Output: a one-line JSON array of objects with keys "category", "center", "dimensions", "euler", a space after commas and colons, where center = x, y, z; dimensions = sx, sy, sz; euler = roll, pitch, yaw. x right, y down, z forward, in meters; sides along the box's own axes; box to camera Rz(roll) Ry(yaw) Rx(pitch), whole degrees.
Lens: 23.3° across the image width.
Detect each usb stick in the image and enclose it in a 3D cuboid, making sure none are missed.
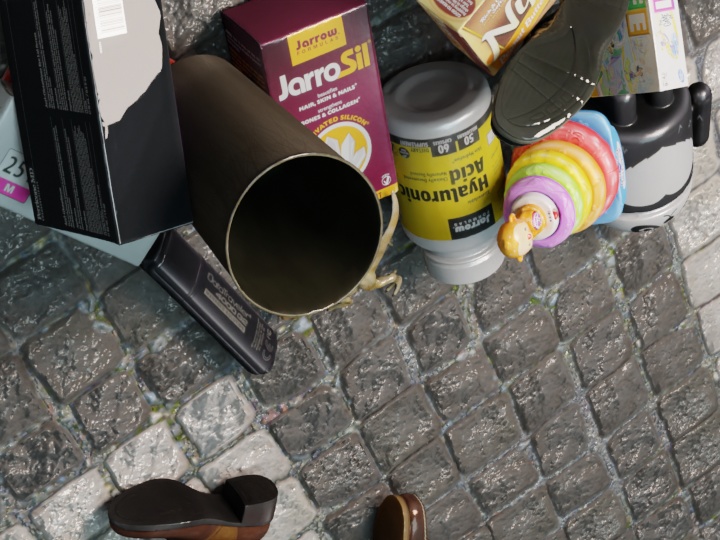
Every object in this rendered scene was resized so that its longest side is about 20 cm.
[{"category": "usb stick", "center": [-0.141, 0.029, 1.644], "dimensions": [0.032, 0.056, 0.200], "euler": [-11, 140, 30]}]

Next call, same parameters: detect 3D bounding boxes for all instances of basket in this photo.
[{"category": "basket", "center": [-0.095, -0.081, 1.446], "dimensions": [0.136, 0.200, 0.180], "euler": [-43, 140, -2]}]

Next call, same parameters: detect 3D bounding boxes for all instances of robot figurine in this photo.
[{"category": "robot figurine", "center": [0.273, -0.129, 1.746], "dimensions": [0.148, 0.126, 0.201], "euler": [3, 139, 15]}]

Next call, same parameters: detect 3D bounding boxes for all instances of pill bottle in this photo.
[{"category": "pill bottle", "center": [0.085, -0.089, 1.670], "dimensions": [0.111, 0.111, 0.201], "euler": [-27, 130, -15]}]

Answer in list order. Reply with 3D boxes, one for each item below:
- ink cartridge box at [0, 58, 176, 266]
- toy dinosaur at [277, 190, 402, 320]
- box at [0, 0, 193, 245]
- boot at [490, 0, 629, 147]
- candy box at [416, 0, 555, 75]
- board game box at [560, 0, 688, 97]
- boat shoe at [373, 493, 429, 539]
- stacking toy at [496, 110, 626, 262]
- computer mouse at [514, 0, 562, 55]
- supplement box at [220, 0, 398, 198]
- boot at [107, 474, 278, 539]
[{"category": "ink cartridge box", "center": [-0.227, -0.115, 1.501], "dimensions": [0.199, 0.044, 0.174], "euler": [25, 104, -40]}, {"category": "toy dinosaur", "center": [0.000, 0.000, 1.671], "dimensions": [0.200, 0.059, 0.101], "euler": [-41, 165, 31]}, {"category": "box", "center": [-0.213, -0.134, 1.392], "dimensions": [0.078, 0.140, 0.202], "euler": [-19, 109, -38]}, {"category": "boot", "center": [0.159, -0.159, 1.559], "dimensions": [0.204, 0.073, 0.154], "euler": [-56, 180, -30]}, {"category": "candy box", "center": [0.144, -0.273, 1.478], "dimensions": [0.200, 0.055, 0.115], "euler": [-50, 157, 3]}, {"category": "board game box", "center": [0.232, -0.262, 1.591], "dimensions": [0.034, 0.134, 0.202], "euler": [-13, 98, -27]}, {"category": "boat shoe", "center": [0.050, 0.323, 1.934], "dimensions": [0.070, 0.071, 0.202], "euler": [-6, 129, -21]}, {"category": "stacking toy", "center": [0.169, -0.064, 1.614], "dimensions": [0.200, 0.109, 0.117], "euler": [-46, 129, -56]}, {"category": "computer mouse", "center": [0.219, -0.253, 1.701], "dimensions": [0.198, 0.044, 0.111], "euler": [-15, 130, -31]}, {"category": "supplement box", "center": [-0.043, -0.150, 1.566], "dimensions": [0.109, 0.086, 0.202], "euler": [-24, 128, -17]}, {"category": "boot", "center": [-0.188, 0.304, 1.791], "dimensions": [0.187, 0.069, 0.202], "euler": [-8, 129, -37]}]
